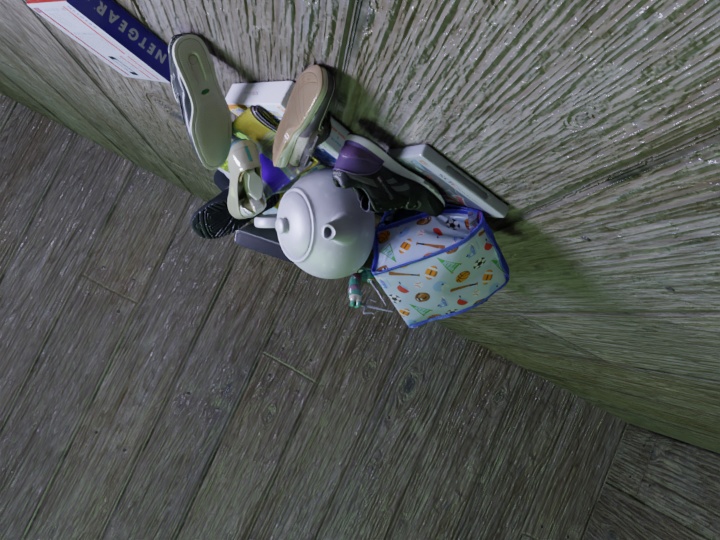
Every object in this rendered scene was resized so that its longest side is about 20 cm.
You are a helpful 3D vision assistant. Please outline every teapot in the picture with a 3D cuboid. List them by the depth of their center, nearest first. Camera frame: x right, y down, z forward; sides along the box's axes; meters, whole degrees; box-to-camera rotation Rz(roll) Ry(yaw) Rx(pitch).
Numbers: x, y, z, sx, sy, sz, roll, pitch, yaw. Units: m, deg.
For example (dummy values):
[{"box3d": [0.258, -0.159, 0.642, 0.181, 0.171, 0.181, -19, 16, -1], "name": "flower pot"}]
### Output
[{"box3d": [-0.080, -0.078, 1.016, 0.143, 0.201, 0.200, -6, -123, -35], "name": "teapot"}]

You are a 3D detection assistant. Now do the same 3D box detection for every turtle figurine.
[{"box3d": [0.000, 0.000, 1.143, 0.197, 0.103, 0.149, 27, -162, 16], "name": "turtle figurine"}]

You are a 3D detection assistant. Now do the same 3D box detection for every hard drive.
[{"box3d": [-0.167, -0.071, 1.292, 0.136, 0.034, 0.200, 18, -163, 7], "name": "hard drive"}]

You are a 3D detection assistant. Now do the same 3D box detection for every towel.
[{"box3d": [-0.168, -0.188, 1.006, 0.143, 0.023, 0.198, 36, 147, -26], "name": "towel"}]

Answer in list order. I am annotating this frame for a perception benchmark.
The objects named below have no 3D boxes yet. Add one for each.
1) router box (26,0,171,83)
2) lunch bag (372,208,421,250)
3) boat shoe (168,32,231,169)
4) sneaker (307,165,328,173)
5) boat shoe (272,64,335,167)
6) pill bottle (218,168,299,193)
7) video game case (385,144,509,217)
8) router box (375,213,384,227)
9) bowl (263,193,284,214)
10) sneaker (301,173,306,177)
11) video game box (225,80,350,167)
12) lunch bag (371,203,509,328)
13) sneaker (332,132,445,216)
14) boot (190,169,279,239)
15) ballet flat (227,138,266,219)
[{"box3d": [-0.421, -0.395, 1.003, 0.177, 0.050, 0.199, 21, 172, 40], "name": "router box"}, {"box3d": [0.112, -0.045, 1.199, 0.198, 0.138, 0.131, 32, 171, -29], "name": "lunch bag"}, {"box3d": [-0.249, -0.259, 0.936, 0.067, 0.071, 0.205, 27, 134, 47], "name": "boat shoe"}, {"box3d": [-0.020, -0.143, 1.112, 0.197, 0.089, 0.074, 28, -152, 26], "name": "sneaker"}, {"box3d": [-0.071, -0.207, 0.845, 0.063, 0.074, 0.200, 4, 154, -24], "name": "boat shoe"}, {"box3d": [-0.208, -0.223, 1.178, 0.119, 0.122, 0.198, 31, 172, -42], "name": "pill bottle"}, {"box3d": [0.114, -0.138, 0.970, 0.180, 0.023, 0.199, 30, 173, -26], "name": "video game case"}, {"box3d": [-0.011, -0.095, 1.330, 0.196, 0.053, 0.157, 25, -150, 14], "name": "router box"}, {"box3d": [-0.190, -0.186, 1.447, 0.196, 0.110, 0.200, 25, 173, 3], "name": "bowl"}, {"box3d": [-0.105, -0.183, 1.251, 0.075, 0.082, 0.200, 27, 172, 2], "name": "sneaker"}, {"box3d": [-0.108, -0.237, 0.994, 0.181, 0.048, 0.198, 37, 169, -38], "name": "video game box"}, {"box3d": [0.139, -0.014, 1.021, 0.195, 0.126, 0.171, -17, 138, 22], "name": "lunch bag"}, {"box3d": [0.040, -0.119, 0.927, 0.197, 0.089, 0.075, 30, 172, -25], "name": "sneaker"}, {"box3d": [-0.282, -0.157, 1.279, 0.168, 0.197, 0.078, 42, 155, 49], "name": "boot"}, {"box3d": [-0.187, -0.131, 1.010, 0.068, 0.070, 0.201, 25, 152, 8], "name": "ballet flat"}]
